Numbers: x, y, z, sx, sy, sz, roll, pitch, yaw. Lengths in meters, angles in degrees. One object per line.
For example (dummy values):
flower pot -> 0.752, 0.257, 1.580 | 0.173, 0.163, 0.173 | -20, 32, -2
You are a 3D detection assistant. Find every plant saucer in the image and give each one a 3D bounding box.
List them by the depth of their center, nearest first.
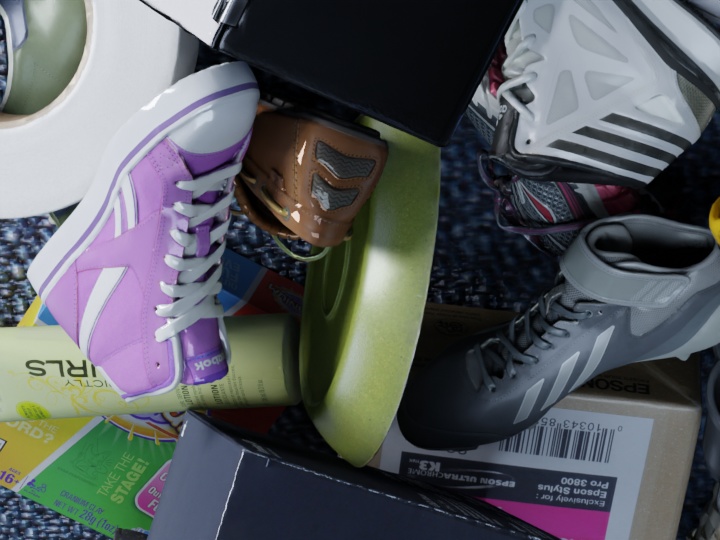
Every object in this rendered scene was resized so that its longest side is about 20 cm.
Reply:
plant saucer -> 0.000, 0.000, 1.403 | 0.031, 0.200, 0.201 | 9, 127, -12

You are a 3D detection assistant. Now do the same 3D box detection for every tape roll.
tape roll -> -0.179, -0.128, 1.374 | 0.202, 0.037, 0.204 | 2, 99, 14

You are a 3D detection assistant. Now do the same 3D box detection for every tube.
tube -> -0.131, 0.056, 1.503 | 0.199, 0.052, 0.058 | -3, 93, 12

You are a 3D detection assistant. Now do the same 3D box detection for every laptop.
laptop -> -0.018, -0.193, 1.307 | 0.200, 0.116, 0.188 | 34, 103, 30

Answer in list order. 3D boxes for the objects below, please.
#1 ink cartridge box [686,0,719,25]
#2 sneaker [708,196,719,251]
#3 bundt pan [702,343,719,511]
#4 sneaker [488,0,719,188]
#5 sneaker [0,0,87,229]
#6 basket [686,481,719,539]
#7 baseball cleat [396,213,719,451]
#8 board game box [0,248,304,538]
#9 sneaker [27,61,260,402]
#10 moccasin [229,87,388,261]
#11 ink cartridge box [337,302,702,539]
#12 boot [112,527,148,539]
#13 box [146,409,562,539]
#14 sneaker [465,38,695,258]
ink cartridge box -> 0.263, -0.195, 1.311 | 0.144, 0.084, 0.200 | 24, 125, -12
sneaker -> 0.210, -0.012, 1.368 | 0.082, 0.078, 0.201 | 5, 124, -4
bundt pan -> 0.275, 0.099, 1.466 | 0.201, 0.203, 0.076 | 10, 139, -3
sneaker -> 0.081, -0.117, 1.333 | 0.200, 0.076, 0.115 | 40, 84, 7
sneaker -> -0.154, -0.069, 1.440 | 0.089, 0.067, 0.201 | 3, 110, 15
basket -> 0.260, 0.207, 1.562 | 0.175, 0.139, 0.201 | 14, 102, -4
baseball cleat -> 0.101, 0.024, 1.421 | 0.199, 0.070, 0.107 | -24, 139, 3
board game box -> -0.127, 0.064, 1.562 | 0.153, 0.040, 0.200 | 27, 124, -14
sneaker -> -0.082, -0.010, 1.336 | 0.115, 0.072, 0.201 | 55, 139, 17
moccasin -> -0.036, -0.047, 1.384 | 0.073, 0.201, 0.078 | 18, 94, -22
ink cartridge box -> 0.085, 0.108, 1.556 | 0.199, 0.075, 0.165 | 6, 125, 0
boot -> -0.074, 0.213, 1.604 | 0.131, 0.070, 0.200 | 5, 158, 6
box -> -0.008, 0.155, 1.412 | 0.181, 0.200, 0.105 | 19, 89, -11
sneaker -> 0.093, -0.057, 1.431 | 0.075, 0.081, 0.200 | -32, 118, 27
